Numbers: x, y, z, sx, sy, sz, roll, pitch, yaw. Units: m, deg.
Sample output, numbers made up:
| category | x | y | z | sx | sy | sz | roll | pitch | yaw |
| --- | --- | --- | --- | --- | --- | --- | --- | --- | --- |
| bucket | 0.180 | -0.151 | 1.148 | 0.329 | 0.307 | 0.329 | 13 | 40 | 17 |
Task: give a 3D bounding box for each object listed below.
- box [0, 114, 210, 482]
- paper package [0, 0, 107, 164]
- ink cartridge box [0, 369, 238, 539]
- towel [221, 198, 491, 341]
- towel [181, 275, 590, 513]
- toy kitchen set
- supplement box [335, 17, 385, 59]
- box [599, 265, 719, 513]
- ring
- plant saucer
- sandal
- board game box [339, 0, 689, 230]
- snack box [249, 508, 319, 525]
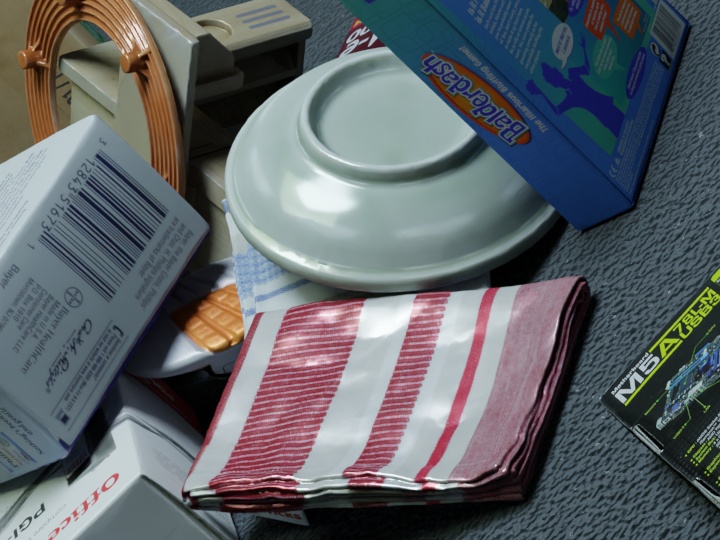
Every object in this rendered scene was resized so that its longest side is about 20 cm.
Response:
| category | x | y | z | sx | sy | sz | roll | pitch | yaw |
| --- | --- | --- | --- | --- | --- | --- | --- | --- | --- |
| box | -0.214 | 0.030 | 1.687 | 0.200 | 0.105 | 0.184 | -22 | 30 | 51 |
| paper package | -0.257 | -0.104 | 2.065 | 0.191 | 0.200 | 0.103 | -46 | 24 | 2 |
| ink cartridge box | -0.159 | 0.146 | 1.646 | 0.147 | 0.083 | 0.200 | -44 | 23 | 6 |
| towel | 0.000 | 0.000 | 1.589 | 0.147 | 0.024 | 0.200 | -21 | 43 | 9 |
| towel | 0.012 | 0.063 | 1.475 | 0.200 | 0.023 | 0.144 | -6 | 43 | 29 |
| toy kitchen set | -0.068 | -0.116 | 1.817 | 0.180 | 0.163 | 0.200 | -20 | 42 | -33 |
| supplement box | 0.051 | -0.161 | 1.799 | 0.109 | 0.061 | 0.200 | -20 | 36 | 46 |
| box | 0.215 | 0.026 | 1.240 | 0.200 | 0.048 | 0.193 | -48 | 21 | 0 |
| ring | -0.168 | -0.092 | 1.794 | 0.019 | 0.201 | 0.200 | -14 | 6 | -31 |
| plant saucer | 0.021 | -0.072 | 1.583 | 0.200 | 0.050 | 0.200 | -4 | 43 | 4 |
| sandal | -0.043 | 0.022 | 1.687 | 0.207 | 0.059 | 0.079 | -27 | 37 | -4 |
| board game box | 0.084 | -0.142 | 1.532 | 0.045 | 0.200 | 0.152 | -26 | 31 | 41 |
| snack box | -0.024 | 0.052 | 1.594 | 0.072 | 0.024 | 0.200 | 10 | 54 | 24 |
